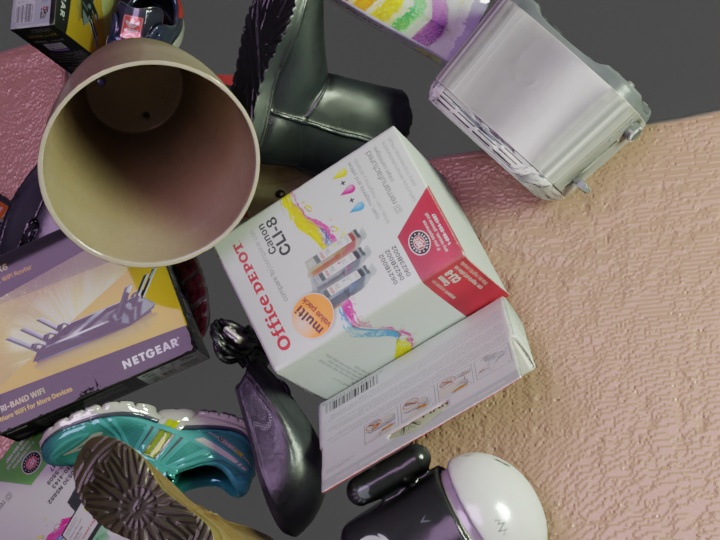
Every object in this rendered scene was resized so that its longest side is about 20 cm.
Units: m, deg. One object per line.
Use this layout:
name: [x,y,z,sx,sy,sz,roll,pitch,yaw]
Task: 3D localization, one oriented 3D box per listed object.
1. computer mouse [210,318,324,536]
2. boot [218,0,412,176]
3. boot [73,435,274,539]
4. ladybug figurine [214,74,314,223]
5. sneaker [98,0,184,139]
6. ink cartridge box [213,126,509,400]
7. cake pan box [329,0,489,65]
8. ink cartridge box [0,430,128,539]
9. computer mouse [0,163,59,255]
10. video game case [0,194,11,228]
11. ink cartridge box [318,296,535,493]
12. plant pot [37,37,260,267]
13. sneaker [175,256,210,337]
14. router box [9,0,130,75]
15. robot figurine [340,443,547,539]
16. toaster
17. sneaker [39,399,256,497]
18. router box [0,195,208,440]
computer mouse: [-0.071,0.135,1.661,0.052,0.138,0.201,-19,79,7]
boot: [-0.027,-0.177,1.693,0.076,0.168,0.201,31,107,54]
boot: [-0.144,0.227,1.619,0.175,0.200,0.066,40,91,28]
ladybug figurine: [-0.123,-0.123,1.781,0.199,0.072,0.136,27,86,25]
sneaker: [-0.223,-0.207,1.794,0.075,0.085,0.201,12,53,4]
ink cartridge box: [0.000,0.000,1.659,0.200,0.145,0.146,-33,67,10]
cake pan box: [0.053,-0.318,1.719,0.184,0.052,0.201,30,88,-14]
ink cartridge box: [-0.265,0.258,1.719,0.200,0.084,0.145,37,90,26]
computer mouse: [-0.299,-0.052,1.816,0.138,0.053,0.201,17,69,22]
video game case: [-0.397,0.020,1.871,0.180,0.025,0.201,30,86,26]
ink cartridge box: [0.057,0.118,1.598,0.199,0.174,0.044,-31,110,10]
plant pot: [-0.193,-0.129,1.644,0.187,0.187,0.200,-37,26,8]
sneaker: [-0.190,-0.025,1.783,0.080,0.075,0.201,-25,80,18]
router box: [-0.280,-0.304,1.846,0.052,0.157,0.201,-3,75,20]
robot figurine: [0.063,0.239,1.581,0.200,0.150,0.125,-33,49,10]
toaster: [0.152,-0.157,1.661,0.200,0.114,0.129,44,95,17]
sneaker: [-0.190,0.167,1.679,0.199,0.078,0.080,3,58,-9]
router box: [-0.259,0.044,1.701,0.199,0.052,0.158,-24,74,4]
